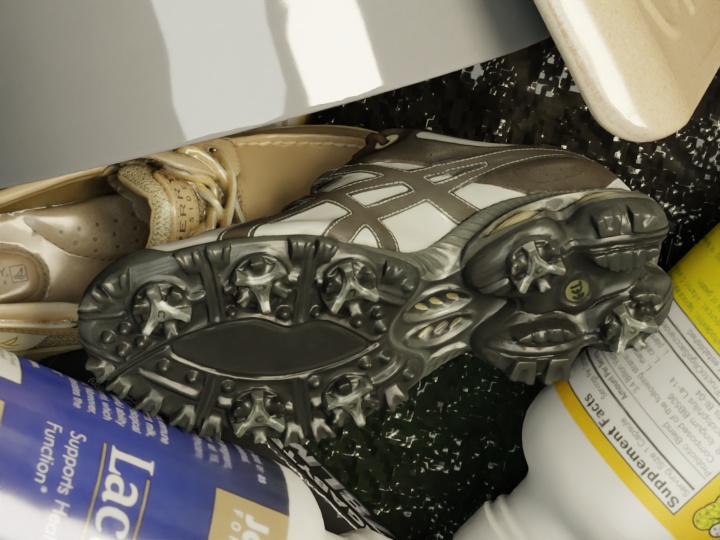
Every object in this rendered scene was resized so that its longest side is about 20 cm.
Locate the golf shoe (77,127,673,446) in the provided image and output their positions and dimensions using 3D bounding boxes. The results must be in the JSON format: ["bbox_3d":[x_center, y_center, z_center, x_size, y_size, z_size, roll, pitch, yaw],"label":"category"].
[{"bbox_3d":[0.000,0.000,0.908,0.199,0.095,0.078,-6,122,-16],"label":"golf shoe"}]

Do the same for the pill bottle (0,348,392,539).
[{"bbox_3d":[-0.082,0.101,0.892,0.200,0.116,0.116,23,100,-18],"label":"pill bottle"}]

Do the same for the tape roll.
[{"bbox_3d":[-0.042,-0.081,0.881,0.200,0.200,0.066,-13,96,6],"label":"tape roll"}]

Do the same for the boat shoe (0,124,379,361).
[{"bbox_3d":[-0.065,-0.009,0.931,0.200,0.065,0.071,-16,82,-20],"label":"boat shoe"}]

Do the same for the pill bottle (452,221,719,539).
[{"bbox_3d":[0.127,0.050,0.940,0.200,0.104,0.104,-44,94,9],"label":"pill bottle"}]

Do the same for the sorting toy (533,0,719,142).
[{"bbox_3d":[0.063,-0.140,0.871,0.036,0.200,0.185,-25,97,23],"label":"sorting toy"}]

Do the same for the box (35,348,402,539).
[{"bbox_3d":[-0.119,0.106,0.994,0.200,0.050,0.199,45,98,-4],"label":"box"}]
